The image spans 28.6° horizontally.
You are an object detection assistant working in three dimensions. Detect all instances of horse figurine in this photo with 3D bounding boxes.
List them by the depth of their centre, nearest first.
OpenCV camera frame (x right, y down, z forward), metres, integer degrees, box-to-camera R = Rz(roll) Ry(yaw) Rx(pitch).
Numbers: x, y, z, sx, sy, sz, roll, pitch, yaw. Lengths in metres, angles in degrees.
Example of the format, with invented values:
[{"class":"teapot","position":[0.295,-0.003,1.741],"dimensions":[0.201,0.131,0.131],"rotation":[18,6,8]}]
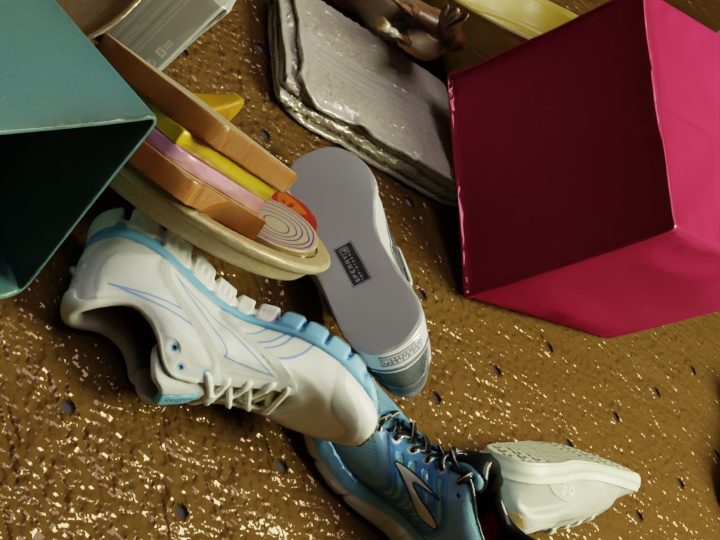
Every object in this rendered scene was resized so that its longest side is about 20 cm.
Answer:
[{"class":"horse figurine","position":[0.020,-0.217,1.154],"dimensions":[0.200,0.050,0.132],"rotation":[36,11,34]}]

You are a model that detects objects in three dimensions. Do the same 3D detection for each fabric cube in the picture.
[{"class":"fabric cube","position":[0.208,-0.075,1.123],"dimensions":[0.199,0.196,0.201],"rotation":[16,64,-43]}]

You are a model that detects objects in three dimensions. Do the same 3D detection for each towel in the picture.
[{"class":"towel","position":[0.009,-0.141,1.125],"dimensions":[0.199,0.034,0.133],"rotation":[26,41,-36]}]

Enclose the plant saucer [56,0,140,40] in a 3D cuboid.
[{"class":"plant saucer","position":[-0.209,-0.195,0.819],"dimensions":[0.199,0.035,0.201],"rotation":[3,65,-6]}]

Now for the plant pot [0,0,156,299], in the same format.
[{"class":"plant pot","position":[-0.234,-0.097,0.682],"dimensions":[0.200,0.141,0.141],"rotation":[52,31,13]}]

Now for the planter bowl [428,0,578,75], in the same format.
[{"class":"planter bowl","position":[0.134,-0.192,1.260],"dimensions":[0.199,0.084,0.201],"rotation":[21,22,-9]}]

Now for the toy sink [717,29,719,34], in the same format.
[{"class":"toy sink","position":[0.503,-0.197,1.739],"dimensions":[0.130,0.112,0.201],"rotation":[23,42,-37]}]

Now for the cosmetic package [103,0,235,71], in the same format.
[{"class":"cosmetic package","position":[-0.172,-0.237,0.937],"dimensions":[0.200,0.090,0.107],"rotation":[45,30,-19]}]

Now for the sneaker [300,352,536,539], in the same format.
[{"class":"sneaker","position":[0.045,0.122,0.863],"dimensions":[0.200,0.090,0.078],"rotation":[50,32,3]}]

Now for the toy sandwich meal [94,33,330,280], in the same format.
[{"class":"toy sandwich meal","position":[-0.090,-0.070,0.834],"dimensions":[0.205,0.070,0.205],"rotation":[33,11,-7]}]

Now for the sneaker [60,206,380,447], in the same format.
[{"class":"sneaker","position":[-0.082,0.054,0.793],"dimensions":[0.199,0.075,0.087],"rotation":[32,45,-8]}]

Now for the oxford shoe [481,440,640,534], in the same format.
[{"class":"oxford shoe","position":[0.136,0.153,0.988],"dimensions":[0.200,0.075,0.058],"rotation":[10,93,-58]}]

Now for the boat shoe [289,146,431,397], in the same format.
[{"class":"boat shoe","position":[0.000,0.000,0.952],"dimensions":[0.068,0.071,0.200],"rotation":[69,-5,-49]}]
